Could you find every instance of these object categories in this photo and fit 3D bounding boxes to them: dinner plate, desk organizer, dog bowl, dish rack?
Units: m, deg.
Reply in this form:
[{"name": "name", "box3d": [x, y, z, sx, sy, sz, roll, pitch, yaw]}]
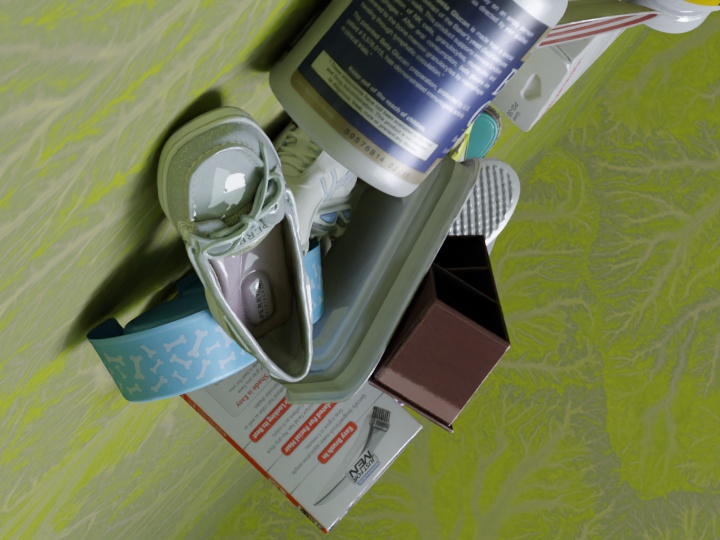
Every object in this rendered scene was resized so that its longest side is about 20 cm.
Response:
[{"name": "dinner plate", "box3d": [0.138, -0.191, 1.447, 0.198, 0.025, 0.200, -10, -177, 1]}, {"name": "desk organizer", "box3d": [0.051, 0.025, 1.331, 0.077, 0.071, 0.200, -54, -165, 18]}, {"name": "dog bowl", "box3d": [-0.095, 0.033, 1.225, 0.111, 0.050, 0.200, -12, -168, 33]}, {"name": "dish rack", "box3d": [0.000, 0.000, 1.328, 0.201, 0.043, 0.171, -62, -163, -14]}]

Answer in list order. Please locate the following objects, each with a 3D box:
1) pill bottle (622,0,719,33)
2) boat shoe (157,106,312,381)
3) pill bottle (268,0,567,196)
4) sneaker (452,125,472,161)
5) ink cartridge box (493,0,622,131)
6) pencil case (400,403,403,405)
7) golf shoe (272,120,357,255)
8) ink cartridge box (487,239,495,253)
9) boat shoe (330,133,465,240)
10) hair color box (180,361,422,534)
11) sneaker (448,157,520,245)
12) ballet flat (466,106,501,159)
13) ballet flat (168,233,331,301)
[{"name": "pill bottle", "box3d": [0.276, -0.275, 1.433, 0.112, 0.112, 0.200, -44, 172, -30]}, {"name": "boat shoe", "box3d": [-0.064, -0.013, 1.063, 0.074, 0.065, 0.203, -28, 143, -15]}, {"name": "pill bottle", "box3d": [0.048, -0.150, 1.051, 0.200, 0.111, 0.111, -49, 174, 13]}, {"name": "sneaker", "box3d": [0.060, -0.078, 1.569, 0.085, 0.074, 0.202, -55, 162, -79]}, {"name": "ink cartridge box", "box3d": [0.203, -0.245, 1.712, 0.200, 0.083, 0.147, -46, 174, -25]}, {"name": "pencil case", "box3d": [0.004, 0.068, 1.572, 0.200, 0.085, 0.085, -163, -90, -73]}, {"name": "golf shoe", "box3d": [-0.049, -0.067, 1.208, 0.200, 0.078, 0.098, -39, 150, -73]}, {"name": "ink cartridge box", "box3d": [0.045, 0.008, 1.750, 0.199, 0.047, 0.199, -18, -135, 57]}, {"name": "boat shoe", "box3d": [0.016, -0.085, 1.441, 0.200, 0.073, 0.063, -50, 173, 37]}, {"name": "hair color box", "box3d": [-0.062, 0.096, 1.431, 0.111, 0.200, 0.064, -46, 174, -10]}, {"name": "sneaker", "box3d": [0.035, -0.029, 1.467, 0.199, 0.074, 0.082, -36, -156, 4]}, {"name": "ballet flat", "box3d": [0.054, -0.098, 1.744, 0.200, 0.068, 0.075, -45, -162, 22]}, {"name": "ballet flat", "box3d": [-0.079, 0.004, 1.364, 0.200, 0.069, 0.070, -44, 173, -39]}]
